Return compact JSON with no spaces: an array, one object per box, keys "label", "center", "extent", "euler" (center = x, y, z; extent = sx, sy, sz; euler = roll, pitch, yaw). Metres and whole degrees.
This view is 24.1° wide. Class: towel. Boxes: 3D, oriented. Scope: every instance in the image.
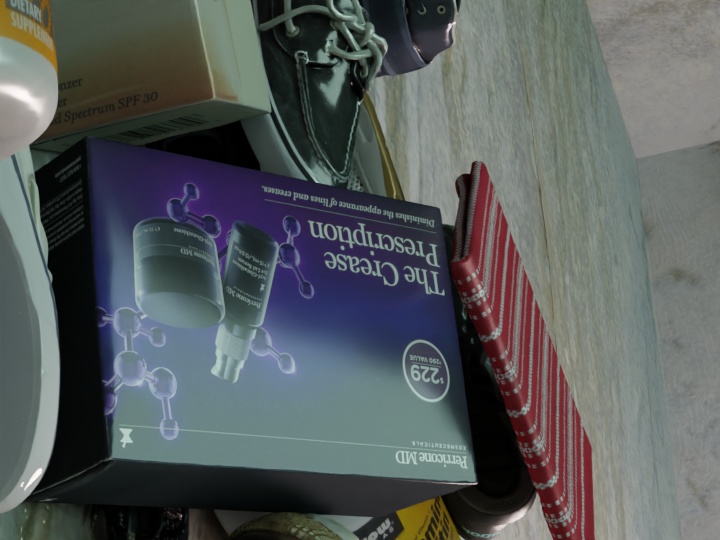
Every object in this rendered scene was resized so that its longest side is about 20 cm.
[{"label":"towel","center":[0.087,0.055,0.900],"extent":[0.145,0.022,0.200],"euler":[-77,147,-66]}]

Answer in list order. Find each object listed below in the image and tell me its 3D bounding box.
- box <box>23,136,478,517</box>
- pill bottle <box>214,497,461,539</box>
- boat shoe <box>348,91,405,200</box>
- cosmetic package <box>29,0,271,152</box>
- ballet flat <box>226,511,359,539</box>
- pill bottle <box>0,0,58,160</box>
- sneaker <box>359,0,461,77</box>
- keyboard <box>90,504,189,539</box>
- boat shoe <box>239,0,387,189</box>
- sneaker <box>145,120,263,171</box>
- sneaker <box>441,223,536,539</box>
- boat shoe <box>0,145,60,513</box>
[{"label":"box","center":[-0.051,0.032,0.755],"extent":[0.200,0.079,0.141],"euler":[9,68,-39]},{"label":"pill bottle","center":[-0.015,0.128,0.915],"extent":[0.112,0.112,0.200],"euler":[-86,158,-46]},{"label":"boat shoe","center":[0.000,0.000,0.899],"extent":[0.071,0.069,0.200],"euler":[60,12,-70]},{"label":"cosmetic package","center":[-0.118,-0.162,0.789],"extent":[0.087,0.103,0.200],"euler":[-1,78,-76]},{"label":"ballet flat","center":[-0.031,0.153,0.803],"extent":[0.065,0.070,0.200],"euler":[-47,167,-33]},{"label":"pill bottle","center":[-0.167,-0.138,0.562],"extent":[0.116,0.116,0.200],"euler":[30,50,-70]},{"label":"sneaker","center":[-0.011,-0.211,1.135],"extent":[0.077,0.146,0.202],"euler":[-84,155,-45]},{"label":"keyboard","center":[-0.090,0.111,0.798],"extent":[0.104,0.040,0.200],"euler":[56,25,-55]},{"label":"boat shoe","center":[-0.022,-0.117,0.866],"extent":[0.074,0.068,0.200],"euler":[40,34,-45]},{"label":"sneaker","center":[-0.082,-0.090,0.873],"extent":[0.088,0.076,0.200],"euler":[117,-39,-88]},{"label":"sneaker","center":[0.051,0.067,0.996],"extent":[0.079,0.075,0.200],"euler":[98,-15,-60]},{"label":"boat shoe","center":[-0.145,-0.006,0.642],"extent":[0.070,0.071,0.200],"euler":[21,52,-69]}]
